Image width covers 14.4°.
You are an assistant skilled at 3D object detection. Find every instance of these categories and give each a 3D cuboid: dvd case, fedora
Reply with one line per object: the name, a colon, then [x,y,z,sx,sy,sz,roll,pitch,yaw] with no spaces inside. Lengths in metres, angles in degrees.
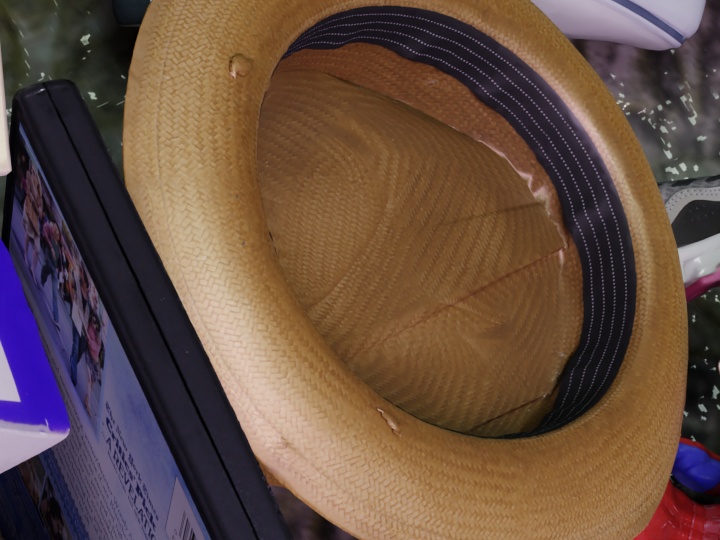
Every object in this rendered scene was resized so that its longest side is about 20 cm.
dvd case: [-0.057,0.064,0.701,0.018,0.200,0.143,-17,63,-19]
fedora: [0.000,0.000,0.742,0.201,0.082,0.201,24,53,-36]

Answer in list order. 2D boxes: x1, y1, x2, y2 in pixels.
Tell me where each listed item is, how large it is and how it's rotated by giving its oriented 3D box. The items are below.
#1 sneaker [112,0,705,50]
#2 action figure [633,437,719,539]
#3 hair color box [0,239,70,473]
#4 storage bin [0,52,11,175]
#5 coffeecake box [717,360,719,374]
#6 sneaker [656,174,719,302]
sneaker: [0.013,-0.086,0.892,0.200,0.073,0.071,11,94,-21]
action figure: [0.121,0.091,0.857,0.200,0.052,0.065,22,56,-5]
hair color box: [-0.181,0.052,0.663,0.109,0.200,0.065,13,53,-66]
storage bin: [-0.192,-0.107,0.641,0.200,0.094,0.199,-9,75,7]
coffeecake box: [0.208,0.074,0.744,0.073,0.200,0.154,-51,133,-59]
sneaker: [0.034,-0.018,0.856,0.200,0.074,0.087,-11,78,-19]
